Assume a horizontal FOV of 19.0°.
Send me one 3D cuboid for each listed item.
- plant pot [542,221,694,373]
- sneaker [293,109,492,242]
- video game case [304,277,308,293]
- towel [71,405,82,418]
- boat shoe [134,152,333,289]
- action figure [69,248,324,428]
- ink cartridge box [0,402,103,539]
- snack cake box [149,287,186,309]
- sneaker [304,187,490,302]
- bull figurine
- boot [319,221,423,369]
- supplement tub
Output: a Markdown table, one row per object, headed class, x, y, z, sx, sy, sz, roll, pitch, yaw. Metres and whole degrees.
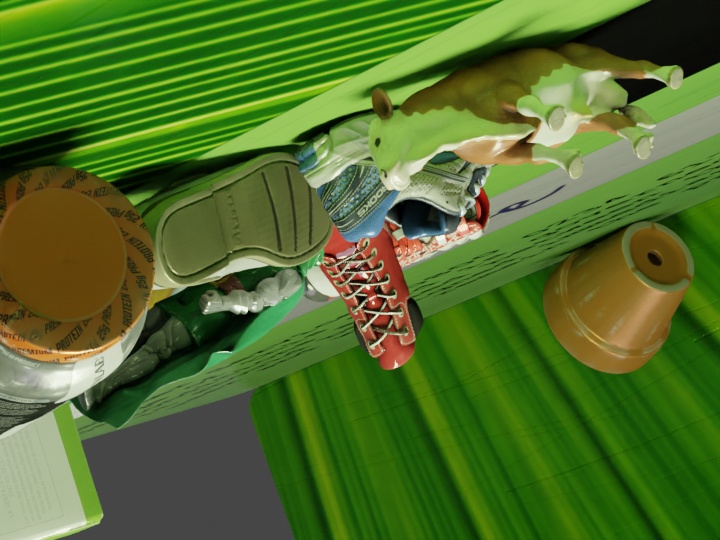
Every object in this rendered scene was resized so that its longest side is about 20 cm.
| class | x | y | z | sx | sy | sz | roll | pitch | yaw |
| --- | --- | --- | --- | --- | --- | --- | --- | --- | --- |
| plant pot | 0.404 | 0.025 | 3.238 | 0.200 | 0.201 | 0.183 | -17 | 158 | -35 |
| sneaker | 0.045 | -0.062 | 1.400 | 0.200 | 0.085 | 0.077 | -17 | 174 | -39 |
| video game case | -0.156 | 0.041 | 1.587 | 0.143 | 0.019 | 0.200 | 7 | -154 | 43 |
| towel | -0.245 | 0.073 | 1.726 | 0.165 | 0.086 | 0.200 | -18 | 173 | -39 |
| boat shoe | -0.092 | -0.031 | 1.336 | 0.068 | 0.075 | 0.200 | -4 | -175 | 33 |
| action figure | -0.105 | 0.027 | 1.388 | 0.200 | 0.055 | 0.118 | -31 | -148 | -24 |
| ink cartridge box | -0.268 | 0.106 | 1.239 | 0.200 | 0.148 | 0.076 | -14 | 173 | -33 |
| snack cake box | -0.215 | 0.037 | 1.462 | 0.199 | 0.067 | 0.115 | -19 | -176 | -19 |
| sneaker | 0.028 | -0.034 | 1.750 | 0.108 | 0.067 | 0.201 | -25 | 177 | 33 |
| bull figurine | 0.098 | -0.094 | 1.292 | 0.121 | 0.065 | 0.200 | 19 | -147 | 41 |
| boot | 0.000 | 0.000 | 1.552 | 0.072 | 0.145 | 0.200 | -19 | 174 | 10 |
| supplement tub | -0.187 | 0.018 | 1.134 | 0.122 | 0.123 | 0.200 | -17 | 175 | -29 |
